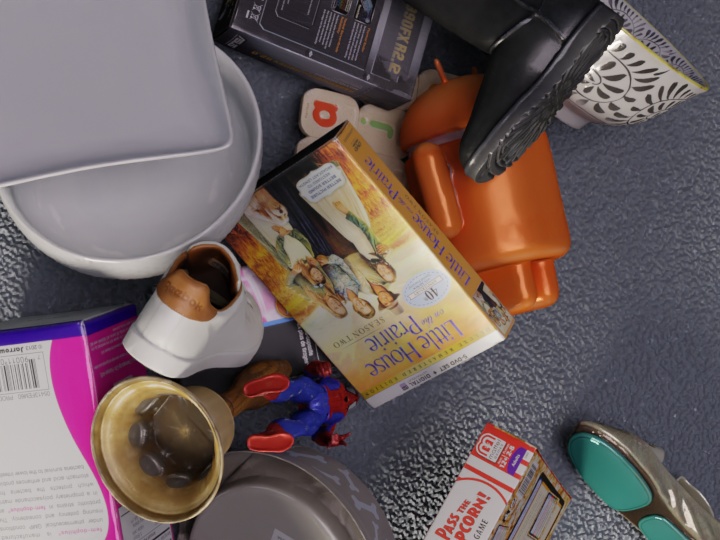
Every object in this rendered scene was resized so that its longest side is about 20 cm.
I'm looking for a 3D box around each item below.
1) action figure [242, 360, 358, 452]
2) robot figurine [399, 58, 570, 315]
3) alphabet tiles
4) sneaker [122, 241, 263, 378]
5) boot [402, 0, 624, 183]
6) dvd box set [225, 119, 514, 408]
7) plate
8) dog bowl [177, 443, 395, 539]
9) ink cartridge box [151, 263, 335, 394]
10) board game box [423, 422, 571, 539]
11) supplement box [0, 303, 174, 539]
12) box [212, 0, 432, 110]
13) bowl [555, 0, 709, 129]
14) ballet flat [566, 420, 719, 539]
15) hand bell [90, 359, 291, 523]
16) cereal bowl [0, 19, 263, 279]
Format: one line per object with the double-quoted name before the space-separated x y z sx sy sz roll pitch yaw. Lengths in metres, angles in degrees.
"action figure" -0.036 0.101 1.387 0.051 0.200 0.066 -10 88 12
"robot figurine" 0.096 -0.064 1.440 0.143 0.117 0.201 -11 85 -20
"alphabet tiles" 0.035 -0.067 1.483 0.195 0.015 0.201 11 77 -23
"sneaker" -0.100 0.021 1.326 0.073 0.200 0.085 31 102 6
"boot" 0.068 -0.182 1.374 0.200 0.066 0.165 40 84 17
"dvd box set" 0.000 0.000 1.397 0.200 0.146 0.029 50 38 -14
"plate" -0.203 -0.153 1.345 0.199 0.032 0.201 -10 67 -7
"dog bowl" -0.059 0.221 1.399 0.059 0.199 0.201 -30 105 -59
"ink cartridge box" -0.058 0.036 1.464 0.199 0.037 0.095 -14 96 -21
"board game box" 0.099 0.214 1.446 0.046 0.200 0.152 27 80 20
"supplement box" -0.211 0.133 1.358 0.101 0.103 0.201 -7 95 16
"box" -0.012 -0.246 1.450 0.158 0.048 0.201 19 78 -20
"bowl" 0.171 -0.176 1.477 0.200 0.201 0.094 36 106 -17
"ballet flat" 0.245 0.185 1.571 0.200 0.067 0.062 49 49 -18
"hand bell" -0.100 0.101 1.353 0.104 0.200 0.105 6 105 23
"cereal bowl" -0.170 -0.080 1.375 0.199 0.083 0.201 1 65 -2
